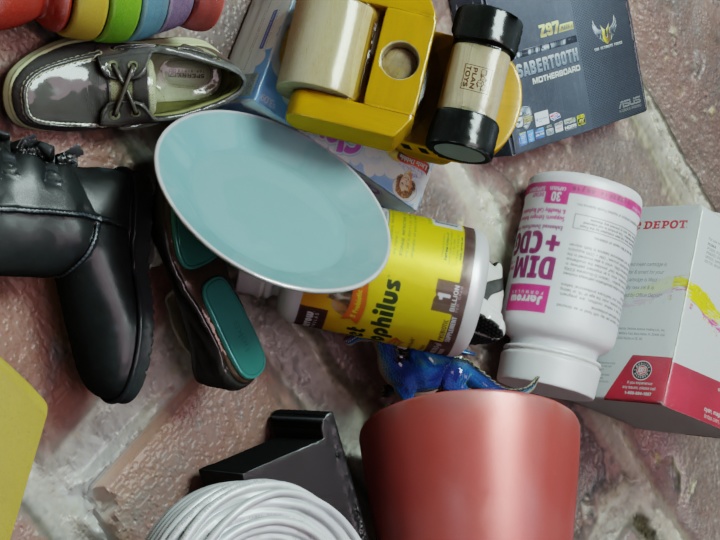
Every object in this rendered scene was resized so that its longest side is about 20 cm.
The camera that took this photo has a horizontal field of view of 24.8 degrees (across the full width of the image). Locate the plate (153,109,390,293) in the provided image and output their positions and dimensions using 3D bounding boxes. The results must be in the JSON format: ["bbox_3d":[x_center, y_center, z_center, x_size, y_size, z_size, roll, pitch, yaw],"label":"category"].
[{"bbox_3d":[-0.070,-0.049,1.264,0.199,0.026,0.201,21,36,-16],"label":"plate"}]

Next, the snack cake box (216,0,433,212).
[{"bbox_3d":[-0.020,-0.144,1.407,0.200,0.067,0.116,32,69,-36],"label":"snack cake box"}]

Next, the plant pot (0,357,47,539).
[{"bbox_3d":[-0.329,0.121,1.086,0.176,0.199,0.201,28,72,-48],"label":"plant pot"}]

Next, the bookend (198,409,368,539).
[{"bbox_3d":[-0.096,0.241,1.331,0.199,0.092,0.200,-21,99,-33],"label":"bookend"}]

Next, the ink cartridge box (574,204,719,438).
[{"bbox_3d":[0.308,0.050,1.628,0.144,0.145,0.201,22,77,-37],"label":"ink cartridge box"}]

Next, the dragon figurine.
[{"bbox_3d":[0.069,0.076,1.446,0.198,0.059,0.100,3,119,-5],"label":"dragon figurine"}]

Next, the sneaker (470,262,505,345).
[{"bbox_3d":[0.058,-0.008,1.482,0.200,0.073,0.080,36,52,-38],"label":"sneaker"}]

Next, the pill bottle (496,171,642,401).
[{"bbox_3d":[0.195,0.016,1.556,0.113,0.113,0.201,20,77,-38],"label":"pill bottle"}]

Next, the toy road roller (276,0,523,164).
[{"bbox_3d":[0.034,-0.152,1.352,0.199,0.146,0.124,14,79,-1],"label":"toy road roller"}]

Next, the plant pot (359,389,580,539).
[{"bbox_3d":[0.097,0.220,1.391,0.200,0.200,0.178,21,56,-38],"label":"plant pot"}]

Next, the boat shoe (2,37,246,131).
[{"bbox_3d":[-0.178,-0.147,1.273,0.200,0.066,0.072,-12,109,-39],"label":"boat shoe"}]

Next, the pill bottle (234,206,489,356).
[{"bbox_3d":[0.000,0.000,1.356,0.199,0.109,0.110,12,81,-4],"label":"pill bottle"}]

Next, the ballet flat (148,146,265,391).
[{"bbox_3d":[-0.137,0.003,1.303,0.068,0.068,0.201,-22,99,-54],"label":"ballet flat"}]

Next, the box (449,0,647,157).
[{"bbox_3d":[0.185,-0.208,1.587,0.199,0.051,0.159,-19,101,-37],"label":"box"}]

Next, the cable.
[{"bbox_3d":[-0.084,0.260,1.243,0.199,0.069,0.201,20,76,-31],"label":"cable"}]

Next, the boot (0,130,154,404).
[{"bbox_3d":[-0.237,-0.004,1.226,0.162,0.073,0.200,9,78,-41],"label":"boot"}]

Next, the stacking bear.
[{"bbox_3d":[-0.211,-0.226,1.228,0.199,0.121,0.115,-11,82,-28],"label":"stacking bear"}]
